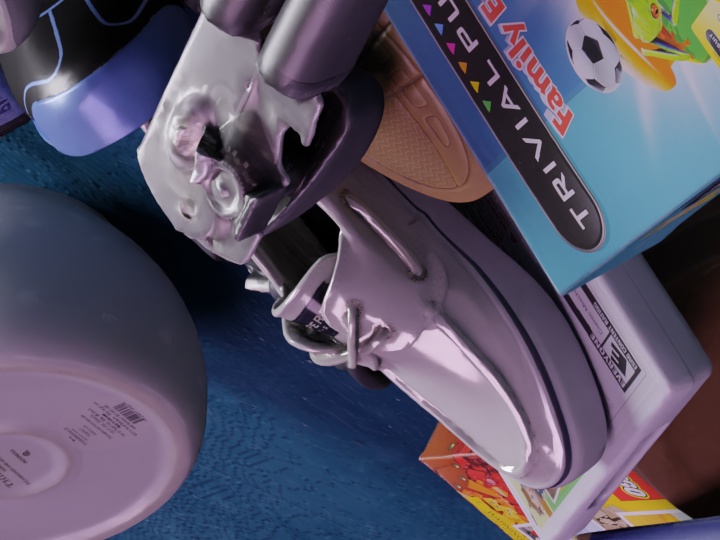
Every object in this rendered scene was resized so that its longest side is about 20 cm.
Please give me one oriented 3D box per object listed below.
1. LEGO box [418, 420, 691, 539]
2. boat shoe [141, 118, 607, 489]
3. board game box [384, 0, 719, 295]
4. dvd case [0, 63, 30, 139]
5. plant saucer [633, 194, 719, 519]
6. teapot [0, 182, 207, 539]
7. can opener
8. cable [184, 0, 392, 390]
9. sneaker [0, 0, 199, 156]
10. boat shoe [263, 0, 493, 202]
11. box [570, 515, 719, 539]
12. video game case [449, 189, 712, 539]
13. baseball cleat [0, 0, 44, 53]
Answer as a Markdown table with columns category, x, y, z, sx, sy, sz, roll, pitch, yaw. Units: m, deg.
| category | x | y | z | sx | sy | sz | roll | pitch | yaw |
| --- | --- | --- | --- | --- | --- | --- | --- | --- | --- |
| LEGO box | 0.148 | 0.099 | 1.188 | 0.200 | 0.077 | 0.149 | 41 | 153 | -26 |
| boat shoe | 0.000 | 0.000 | 0.968 | 0.200 | 0.066 | 0.072 | 53 | 145 | -2 |
| board game box | 0.075 | -0.098 | 0.801 | 0.151 | 0.047 | 0.200 | 58 | 149 | 6 |
| dvd case | -0.177 | -0.154 | 0.994 | 0.017 | 0.143 | 0.200 | -27 | 135 | 9 |
| plant saucer | 0.170 | 0.038 | 1.009 | 0.199 | 0.030 | 0.201 | 6 | 136 | 6 |
| teapot | -0.166 | 0.027 | 1.325 | 0.196 | 0.147 | 0.200 | 5 | 144 | -17 |
| can opener | -0.010 | -0.082 | 0.854 | 0.053 | 0.067 | 0.200 | 47 | 133 | 19 |
| cable | -0.032 | -0.039 | 1.070 | 0.163 | 0.051 | 0.200 | 55 | 159 | 19 |
| sneaker | -0.108 | -0.107 | 0.976 | 0.078 | 0.070 | 0.200 | 51 | -177 | -29 |
| boat shoe | -0.015 | -0.111 | 0.927 | 0.200 | 0.069 | 0.074 | 46 | 145 | -4 |
| box | 0.180 | 0.116 | 1.033 | 0.121 | 0.033 | 0.200 | 24 | 156 | -29 |
| video game case | 0.041 | -0.015 | 1.024 | 0.200 | 0.022 | 0.182 | 58 | 161 | 14 |
| baseball cleat | -0.133 | -0.171 | 0.898 | 0.070 | 0.106 | 0.201 | -10 | 112 | 59 |
